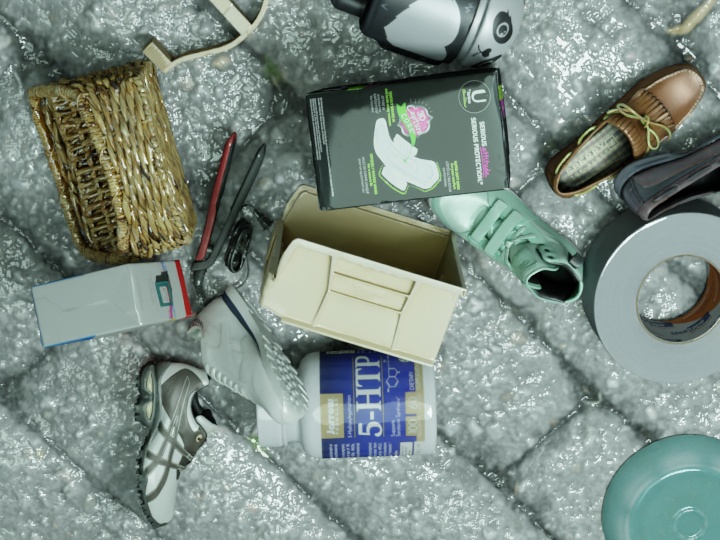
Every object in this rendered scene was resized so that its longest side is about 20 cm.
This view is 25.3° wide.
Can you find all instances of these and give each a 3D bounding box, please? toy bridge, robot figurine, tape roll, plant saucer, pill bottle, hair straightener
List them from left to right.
[{"bbox_3d":[-0.140,-0.280,1.714,0.200,0.027,0.067,-41,106,10],"label":"toy bridge"},{"bbox_3d":[-0.137,-0.049,1.774,0.076,0.041,0.202,18,106,-1],"label":"hair straightener"},{"bbox_3d":[-0.016,0.150,1.798,0.198,0.120,0.121,-2,107,-1],"label":"pill bottle"},{"bbox_3d":[0.072,-0.284,1.664,0.198,0.150,0.126,17,95,-9],"label":"robot figurine"},{"bbox_3d":[0.349,0.021,1.784,0.198,0.066,0.202,-3,111,-7],"label":"tape roll"},{"bbox_3d":[0.386,0.294,1.893,0.198,0.036,0.202,0,106,-1],"label":"plant saucer"}]

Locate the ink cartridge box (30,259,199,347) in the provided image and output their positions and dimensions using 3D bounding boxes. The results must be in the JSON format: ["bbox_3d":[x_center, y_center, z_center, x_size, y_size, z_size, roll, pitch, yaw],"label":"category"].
[{"bbox_3d":[-0.258,0.033,1.723,0.115,0.200,0.068,-13,89,12],"label":"ink cartridge box"}]

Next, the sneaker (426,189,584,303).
[{"bbox_3d":[0.163,-0.037,1.746,0.199,0.118,0.074,30,106,-8],"label":"sneaker"}]

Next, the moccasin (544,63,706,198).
[{"bbox_3d":[0.287,-0.150,1.735,0.200,0.078,0.074,-32,102,8],"label":"moccasin"}]

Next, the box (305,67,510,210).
[{"bbox_3d":[0.055,-0.141,1.681,0.198,0.149,0.126,-5,98,7],"label":"box"}]

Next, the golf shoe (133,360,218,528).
[{"bbox_3d":[-0.210,0.202,1.833,0.094,0.078,0.202,1,108,-2],"label":"golf shoe"}]

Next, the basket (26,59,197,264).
[{"bbox_3d":[-0.271,-0.107,1.704,0.148,0.143,0.202,-13,106,2],"label":"basket"}]

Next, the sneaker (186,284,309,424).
[{"bbox_3d":[-0.123,0.106,1.744,0.080,0.200,0.076,-36,135,2],"label":"sneaker"}]

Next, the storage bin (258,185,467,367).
[{"bbox_3d":[0.000,0.000,1.712,0.197,0.200,0.094,17,108,-6],"label":"storage bin"}]

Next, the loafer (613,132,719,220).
[{"bbox_3d":[0.375,-0.100,1.736,0.198,0.063,0.072,-16,142,-12],"label":"loafer"}]
